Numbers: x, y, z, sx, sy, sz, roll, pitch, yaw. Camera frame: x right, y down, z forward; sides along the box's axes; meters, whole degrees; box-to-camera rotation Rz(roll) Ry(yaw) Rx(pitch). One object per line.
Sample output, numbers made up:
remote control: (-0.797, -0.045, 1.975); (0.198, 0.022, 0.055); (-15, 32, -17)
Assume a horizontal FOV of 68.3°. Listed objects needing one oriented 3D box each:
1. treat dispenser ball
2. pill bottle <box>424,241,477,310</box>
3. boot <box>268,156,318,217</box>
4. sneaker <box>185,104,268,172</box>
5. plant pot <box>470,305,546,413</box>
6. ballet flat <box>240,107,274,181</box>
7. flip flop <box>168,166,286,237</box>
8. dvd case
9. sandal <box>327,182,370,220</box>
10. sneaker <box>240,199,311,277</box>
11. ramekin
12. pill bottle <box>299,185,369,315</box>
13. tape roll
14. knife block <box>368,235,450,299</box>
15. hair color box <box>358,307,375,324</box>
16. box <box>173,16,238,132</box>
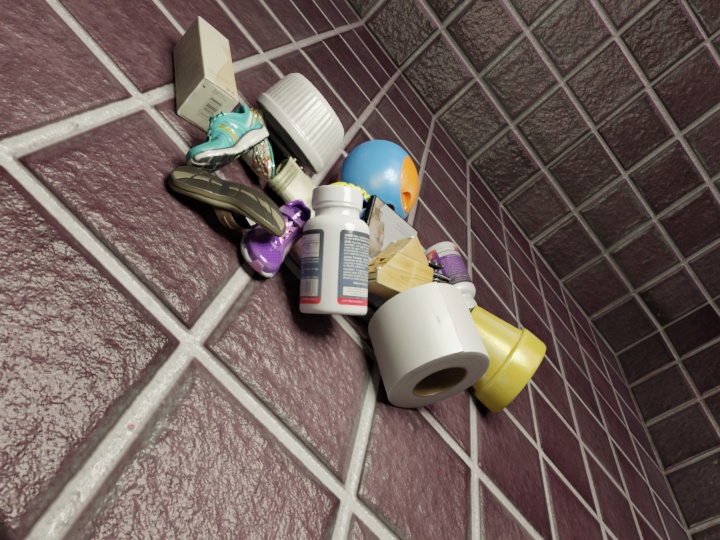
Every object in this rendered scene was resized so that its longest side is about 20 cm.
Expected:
treat dispenser ball: (0.041, -0.200, 1.252); (0.200, 0.199, 0.204); (39, 28, -26)
pill bottle: (0.241, 0.036, 1.419); (0.110, 0.110, 0.205); (23, 39, -47)
boot: (-0.108, -0.167, 1.100); (0.155, 0.071, 0.202); (48, 28, -14)
sneaker: (-0.237, -0.225, 0.909); (0.081, 0.076, 0.201); (56, 35, -15)
plant pot: (0.307, 0.196, 1.266); (0.187, 0.204, 0.200); (39, 24, 9)
ballet flat: (-0.211, -0.247, 1.043); (0.061, 0.077, 0.204); (1, 45, -20)
flip flop: (-0.209, -0.100, 0.839); (0.193, 0.059, 0.082); (20, 28, -14)
dvd case: (0.045, -0.022, 1.028); (0.141, 0.017, 0.207); (34, 61, -37)
sandal: (0.000, -0.096, 1.053); (0.197, 0.078, 0.090); (34, 56, -27)
sneaker: (-0.136, -0.066, 0.909); (0.081, 0.088, 0.202); (48, 27, -13)
ramekin: (-0.121, -0.317, 1.130); (0.201, 0.105, 0.200); (49, -1, 2)
pill bottle: (-0.042, -0.030, 0.896); (0.118, 0.116, 0.209); (9, 82, -55)
tape roll: (0.123, 0.142, 0.977); (0.200, 0.201, 0.143); (24, 38, -46)
knife block: (0.094, 0.038, 1.009); (0.199, 0.063, 0.180); (-40, 110, -41)
hair color box: (0.000, 0.000, 1.095); (0.110, 0.063, 0.205); (35, 33, -36)
box: (-0.293, -0.369, 0.996); (0.077, 0.094, 0.205); (26, 38, -44)
